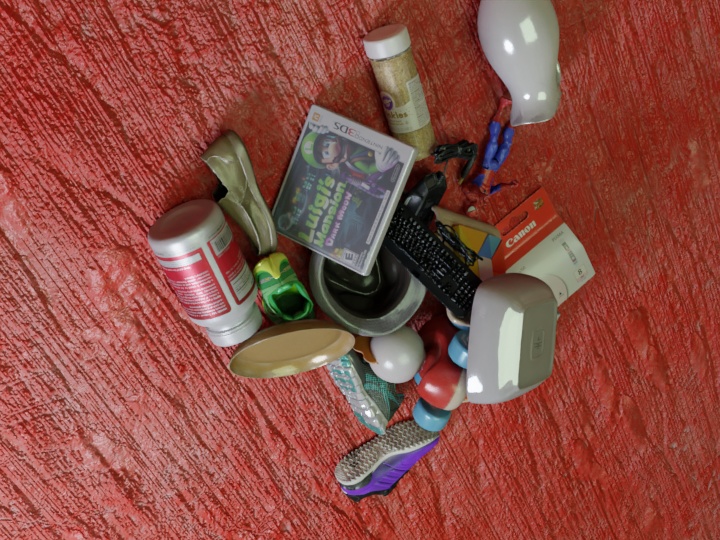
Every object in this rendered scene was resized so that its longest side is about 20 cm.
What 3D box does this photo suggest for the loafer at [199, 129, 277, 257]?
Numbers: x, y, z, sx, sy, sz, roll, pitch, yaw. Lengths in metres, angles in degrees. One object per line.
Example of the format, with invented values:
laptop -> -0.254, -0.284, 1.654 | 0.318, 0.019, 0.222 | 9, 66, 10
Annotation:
loafer -> -0.178, -0.104, 1.426 | 0.067, 0.076, 0.201 | -24, 113, -13

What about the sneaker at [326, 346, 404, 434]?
sneaker -> 0.011, 0.180, 1.651 | 0.091, 0.077, 0.201 | -45, 128, -24

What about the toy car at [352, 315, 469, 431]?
toy car -> 0.083, 0.131, 1.612 | 0.199, 0.177, 0.185 | 19, 126, -9

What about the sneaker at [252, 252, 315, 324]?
sneaker -> -0.112, 0.053, 1.492 | 0.074, 0.084, 0.200 | -28, 148, -3

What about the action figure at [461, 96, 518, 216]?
action figure -> 0.228, -0.173, 1.595 | 0.065, 0.099, 0.201 | 16, 105, -31

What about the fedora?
fedora -> 0.000, 0.000, 1.547 | 0.200, 0.090, 0.177 | 37, 88, -24

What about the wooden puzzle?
wooden puzzle -> 0.190, -0.001, 1.581 | 0.185, 0.037, 0.201 | 13, 62, -49

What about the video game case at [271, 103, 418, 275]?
video game case -> -0.030, -0.120, 1.443 | 0.023, 0.181, 0.201 | -3, 117, -65

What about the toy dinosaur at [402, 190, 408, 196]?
toy dinosaur -> -0.008, -0.121, 1.517 | 0.199, 0.048, 0.088 | -21, 145, -23

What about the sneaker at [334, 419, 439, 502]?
sneaker -> 0.053, 0.344, 1.736 | 0.199, 0.070, 0.100 | -25, 127, -12

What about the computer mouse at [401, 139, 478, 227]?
computer mouse -> 0.116, -0.130, 1.580 | 0.140, 0.046, 0.201 | -22, 141, -51

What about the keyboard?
keyboard -> 0.116, -0.030, 1.489 | 0.200, 0.040, 0.104 | 44, 64, -2

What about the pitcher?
pitcher -> 0.263, -0.351, 1.535 | 0.172, 0.121, 0.201 | -52, 128, -50

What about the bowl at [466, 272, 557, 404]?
bowl -> 0.244, 0.108, 1.527 | 0.200, 0.074, 0.201 | -8, 103, -54

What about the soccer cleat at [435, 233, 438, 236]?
soccer cleat -> 0.171, 0.001, 1.662 | 0.084, 0.065, 0.200 | -49, 124, -22

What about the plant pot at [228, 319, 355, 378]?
plant pot -> -0.108, 0.119, 1.515 | 0.199, 0.028, 0.200 | -12, 158, -5

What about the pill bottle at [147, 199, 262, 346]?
pill bottle -> -0.218, 0.007, 1.424 | 0.112, 0.112, 0.201 | -30, 121, -13

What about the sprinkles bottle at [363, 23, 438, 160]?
sprinkles bottle -> 0.063, -0.267, 1.484 | 0.068, 0.068, 0.201 | -28, 120, -15

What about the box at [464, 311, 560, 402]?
box -> 0.248, 0.145, 1.728 | 0.155, 0.041, 0.201 | -5, 131, -26

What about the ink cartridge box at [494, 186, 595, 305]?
ink cartridge box -> 0.313, -0.019, 1.729 | 0.162, 0.057, 0.200 | -39, 127, -8
